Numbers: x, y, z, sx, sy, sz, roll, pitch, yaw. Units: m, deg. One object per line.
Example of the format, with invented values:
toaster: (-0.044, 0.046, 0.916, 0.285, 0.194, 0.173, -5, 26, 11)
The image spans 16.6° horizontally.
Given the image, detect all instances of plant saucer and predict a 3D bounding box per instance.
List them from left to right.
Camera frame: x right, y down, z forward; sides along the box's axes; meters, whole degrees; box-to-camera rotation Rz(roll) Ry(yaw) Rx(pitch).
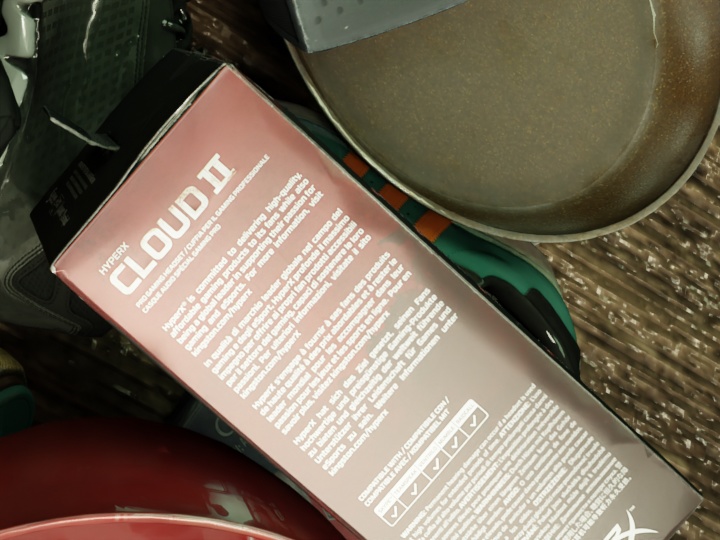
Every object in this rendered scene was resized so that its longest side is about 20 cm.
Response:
plant saucer: (0.048, -0.102, 0.911, 0.199, 0.032, 0.201, 10, 68, -26)

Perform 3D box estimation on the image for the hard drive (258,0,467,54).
hard drive: (0.032, -0.167, 0.857, 0.199, 0.042, 0.136, -28, 110, -31)

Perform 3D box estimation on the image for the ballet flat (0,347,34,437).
ballet flat: (-0.182, 0.079, 0.744, 0.071, 0.071, 0.200, 50, 50, -5)

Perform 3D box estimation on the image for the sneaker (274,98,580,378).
sneaker: (0.000, 0.000, 0.881, 0.199, 0.072, 0.080, 21, 23, -27)

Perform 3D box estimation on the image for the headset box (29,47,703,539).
headset box: (-0.012, 0.015, 0.721, 0.200, 0.149, 0.077, 41, 88, -12)

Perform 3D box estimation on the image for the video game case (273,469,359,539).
video game case: (0.058, 0.126, 0.849, 0.200, 0.017, 0.143, 3, 51, -57)

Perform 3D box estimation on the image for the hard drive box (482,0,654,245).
hard drive box: (0.091, -0.134, 1.023, 0.156, 0.077, 0.200, 49, 50, -7)

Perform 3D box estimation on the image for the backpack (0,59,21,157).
backpack: (-0.200, -0.091, 0.762, 0.126, 0.167, 0.201, -13, 72, -57)

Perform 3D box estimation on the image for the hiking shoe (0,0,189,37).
hiking shoe: (-0.098, -0.141, 0.907, 0.101, 0.076, 0.201, 37, 59, -28)

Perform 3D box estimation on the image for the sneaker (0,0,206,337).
sneaker: (-0.078, -0.067, 0.810, 0.090, 0.066, 0.201, 23, 98, 1)

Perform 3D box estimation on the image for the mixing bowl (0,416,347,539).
mixing bowl: (-0.077, 0.119, 0.734, 0.199, 0.200, 0.109, 25, 24, -23)

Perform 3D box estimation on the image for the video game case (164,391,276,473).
video game case: (-0.003, 0.131, 0.868, 0.200, 0.019, 0.143, 43, 51, -10)
